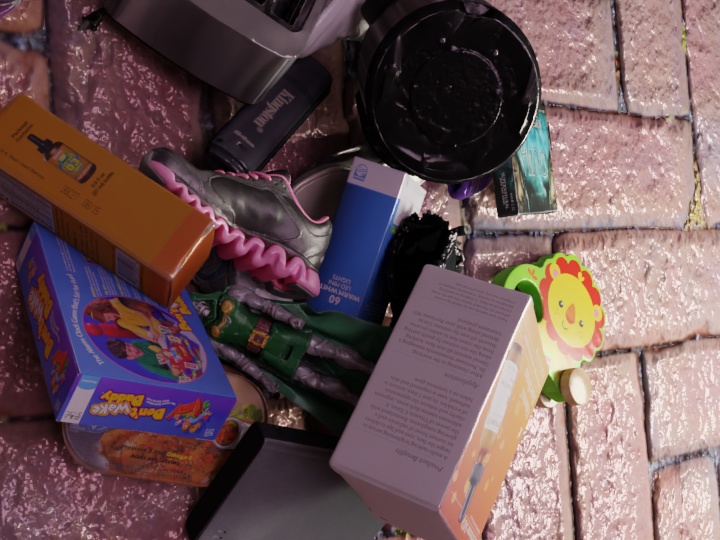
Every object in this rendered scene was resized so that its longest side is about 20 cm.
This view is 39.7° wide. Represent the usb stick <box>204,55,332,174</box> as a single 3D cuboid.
[{"bbox_3d":[-0.087,-0.152,0.981,0.055,0.033,0.201,44,46,-10],"label":"usb stick"}]

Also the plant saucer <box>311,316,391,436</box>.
[{"bbox_3d":[0.036,0.151,1.082,0.198,0.036,0.204,5,82,-39],"label":"plant saucer"}]

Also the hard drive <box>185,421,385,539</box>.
[{"bbox_3d":[-0.049,0.216,0.958,0.198,0.033,0.140,17,118,-37],"label":"hard drive"}]

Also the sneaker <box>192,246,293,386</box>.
[{"bbox_3d":[-0.112,0.006,0.965,0.087,0.074,0.203,-29,108,-53],"label":"sneaker"}]

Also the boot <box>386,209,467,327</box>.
[{"bbox_3d":[0.050,0.054,0.982,0.163,0.072,0.200,83,28,-56],"label":"boot"}]

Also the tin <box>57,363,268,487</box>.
[{"bbox_3d":[-0.174,0.129,0.889,0.198,0.042,0.113,19,101,-37],"label":"tin"}]

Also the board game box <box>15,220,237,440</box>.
[{"bbox_3d":[-0.195,0.046,0.810,0.133,0.201,0.045,16,116,-36],"label":"board game box"}]

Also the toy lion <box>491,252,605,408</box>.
[{"bbox_3d":[0.232,0.058,1.240,0.199,0.068,0.194,34,59,-32],"label":"toy lion"}]

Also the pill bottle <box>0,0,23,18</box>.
[{"bbox_3d":[-0.290,-0.249,0.747,0.111,0.199,0.114,4,83,-38],"label":"pill bottle"}]

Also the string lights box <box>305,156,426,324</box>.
[{"bbox_3d":[0.000,0.000,0.991,0.103,0.058,0.203,23,86,-74],"label":"string lights box"}]

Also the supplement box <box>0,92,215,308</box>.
[{"bbox_3d":[-0.219,-0.057,0.818,0.199,0.069,0.067,35,63,1],"label":"supplement box"}]

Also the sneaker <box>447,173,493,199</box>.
[{"bbox_3d":[0.095,-0.173,1.135,0.083,0.080,0.202,-38,110,-28],"label":"sneaker"}]

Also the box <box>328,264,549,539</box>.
[{"bbox_3d":[0.078,0.127,0.888,0.202,0.105,0.153,-63,153,-20],"label":"box"}]

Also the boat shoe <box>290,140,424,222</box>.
[{"bbox_3d":[-0.010,-0.098,1.063,0.198,0.057,0.068,-21,125,-34],"label":"boat shoe"}]

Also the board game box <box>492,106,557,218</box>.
[{"bbox_3d":[0.194,-0.133,1.187,0.199,0.028,0.138,-11,94,-66],"label":"board game box"}]

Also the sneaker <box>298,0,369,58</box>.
[{"bbox_3d":[-0.008,-0.268,1.058,0.201,0.075,0.089,-53,124,-36],"label":"sneaker"}]

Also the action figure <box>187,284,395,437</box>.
[{"bbox_3d":[-0.071,0.069,0.901,0.198,0.055,0.119,25,97,-5],"label":"action figure"}]

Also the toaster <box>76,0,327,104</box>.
[{"bbox_3d":[-0.125,-0.270,0.914,0.179,0.118,0.202,31,66,-16],"label":"toaster"}]

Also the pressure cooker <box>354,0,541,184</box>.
[{"bbox_3d":[0.084,-0.192,1.002,0.175,0.201,0.179,0,113,-4],"label":"pressure cooker"}]

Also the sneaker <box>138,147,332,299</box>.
[{"bbox_3d":[-0.103,-0.058,0.878,0.199,0.079,0.096,36,69,-30],"label":"sneaker"}]
